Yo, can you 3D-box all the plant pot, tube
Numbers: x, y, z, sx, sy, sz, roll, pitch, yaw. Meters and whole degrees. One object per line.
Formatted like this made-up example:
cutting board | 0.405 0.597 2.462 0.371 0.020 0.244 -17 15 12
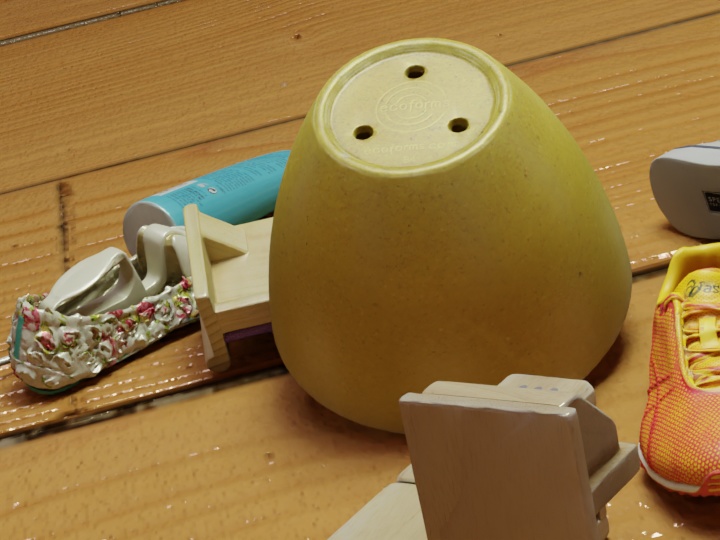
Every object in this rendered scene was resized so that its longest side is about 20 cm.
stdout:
plant pot | 0.038 -0.036 1.103 0.199 0.142 0.200 -6 47 7
tube | -0.083 -0.055 1.463 0.077 0.051 0.200 8 24 35

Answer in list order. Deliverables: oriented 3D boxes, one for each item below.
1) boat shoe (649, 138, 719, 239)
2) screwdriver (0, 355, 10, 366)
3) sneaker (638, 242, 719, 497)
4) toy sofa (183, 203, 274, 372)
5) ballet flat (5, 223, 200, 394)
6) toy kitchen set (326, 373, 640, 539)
boat shoe | 0.248 -0.044 1.207 0.066 0.072 0.200 -27 16 -21
screwdriver | -0.221 0.052 1.292 0.200 0.029 0.028 -24 24 -25
sneaker | 0.164 0.046 1.013 0.073 0.077 0.200 -9 23 7
toy sofa | 0.000 0.000 1.243 0.199 0.098 0.083 -13 45 0
ballet flat | -0.135 0.010 1.297 0.075 0.064 0.200 17 35 35
toy kitchen set | 0.097 0.086 0.828 0.199 0.164 0.180 3 26 36
